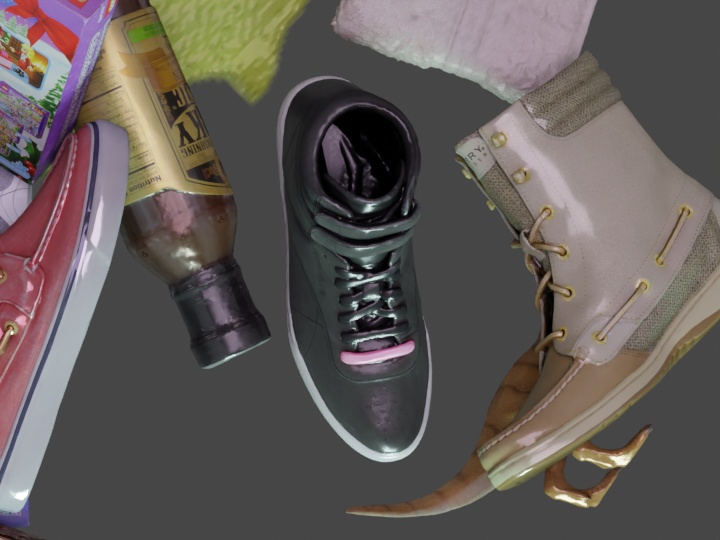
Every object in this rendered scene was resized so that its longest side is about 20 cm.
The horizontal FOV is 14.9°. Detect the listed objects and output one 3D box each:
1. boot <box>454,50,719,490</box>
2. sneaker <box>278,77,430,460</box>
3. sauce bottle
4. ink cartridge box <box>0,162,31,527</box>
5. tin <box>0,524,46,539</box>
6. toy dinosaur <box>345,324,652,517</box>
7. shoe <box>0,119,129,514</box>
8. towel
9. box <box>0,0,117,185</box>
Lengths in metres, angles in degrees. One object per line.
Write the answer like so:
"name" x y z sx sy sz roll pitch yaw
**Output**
"boot" 0.095 -0.001 1.377 0.200 0.072 0.155 -42 92 -24
"sneaker" 0.000 0.000 1.387 0.070 0.099 0.202 -10 92 -9
"sauce bottle" -0.102 -0.049 1.401 0.064 0.065 0.201 -24 94 -7
"ink cartridge box" -0.215 0.033 1.398 0.099 0.039 0.202 -1 90 -8
"tin" -0.207 0.179 1.388 0.199 0.042 0.113 21 93 -9
"toy dinosaur" 0.087 0.083 1.430 0.106 0.060 0.200 35 71 4
"shoe" -0.181 0.014 1.341 0.090 0.071 0.201 17 94 -17
"towel" 0.074 -0.196 1.439 0.132 0.034 0.201 20 88 -5
"box" -0.218 -0.144 1.337 0.199 0.137 0.039 34 53 4
